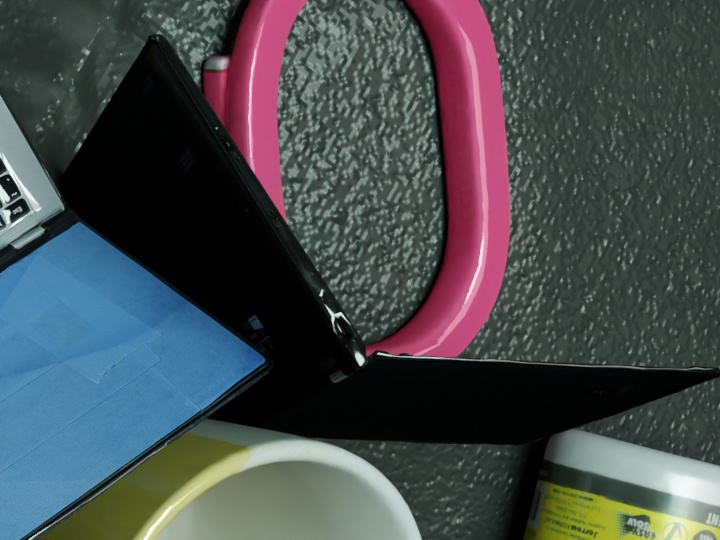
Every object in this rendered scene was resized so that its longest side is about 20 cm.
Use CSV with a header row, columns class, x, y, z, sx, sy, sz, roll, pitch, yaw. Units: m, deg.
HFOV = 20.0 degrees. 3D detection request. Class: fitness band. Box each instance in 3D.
class,x,y,z,sx,sy,sz,roll,pitch,yaw
fitness band,0.001,-0.047,0.895,0.143,0.037,0.202,-12,103,-35

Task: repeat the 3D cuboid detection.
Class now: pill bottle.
class,x,y,z,sx,sy,sz,roll,pitch,yaw
pill bottle,0.120,0.183,0.951,0.112,0.112,0.202,16,87,-34

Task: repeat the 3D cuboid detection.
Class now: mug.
class,x,y,z,sx,sy,sz,roll,pitch,yaw
mug,-0.087,0.108,0.770,0.150,0.153,0.187,-54,127,-14

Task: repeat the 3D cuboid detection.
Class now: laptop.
class,x,y,z,sx,sy,sz,roll,pitch,yaw
laptop,0.000,0.000,0.763,0.115,0.187,0.201,-33,89,-22
laptop,-0.171,-0.001,0.704,0.187,0.116,0.201,-34,102,-27
